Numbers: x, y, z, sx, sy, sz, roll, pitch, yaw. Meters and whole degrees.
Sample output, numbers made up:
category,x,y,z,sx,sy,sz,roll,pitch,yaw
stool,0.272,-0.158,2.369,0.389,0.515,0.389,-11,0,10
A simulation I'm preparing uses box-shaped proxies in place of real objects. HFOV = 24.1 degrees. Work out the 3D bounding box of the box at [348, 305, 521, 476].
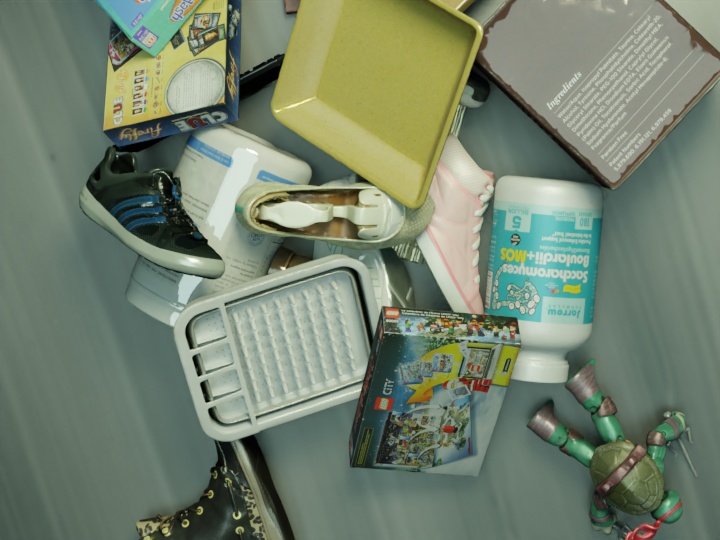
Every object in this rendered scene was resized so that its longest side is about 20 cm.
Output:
category,x,y,z,sx,sy,sz,roll,pitch,yaw
box,0.071,0.123,1.672,0.136,0.038,0.201,6,133,-8

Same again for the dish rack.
category,x,y,z,sx,sy,sz,roll,pitch,yaw
dish rack,-0.078,0.070,1.658,0.199,0.044,0.173,-17,124,-7

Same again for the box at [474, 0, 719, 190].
category,x,y,z,sx,sy,sz,roll,pitch,yaw
box,0.227,-0.204,1.641,0.200,0.166,0.164,43,97,1

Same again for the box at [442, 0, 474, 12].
category,x,y,z,sx,sy,sz,roll,pitch,yaw
box,0.049,-0.311,1.675,0.200,0.021,0.163,-44,71,-7

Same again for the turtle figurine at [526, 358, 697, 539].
category,x,y,z,sx,sy,sz,roll,pitch,yaw
turtle figurine,0.269,0.195,1.703,0.150,0.101,0.200,-45,83,7

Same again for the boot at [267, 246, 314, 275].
category,x,y,z,sx,sy,sz,roll,pitch,yaw
boot,-0.074,0.080,1.719,0.075,0.074,0.201,19,113,5

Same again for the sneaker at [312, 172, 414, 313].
category,x,y,z,sx,sy,sz,roll,pitch,yaw
sneaker,0.000,0.000,1.726,0.080,0.070,0.202,-13,101,23

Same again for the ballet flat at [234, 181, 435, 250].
category,x,y,z,sx,sy,sz,roll,pitch,yaw
ballet flat,-0.021,-0.051,1.624,0.198,0.062,0.068,-1,98,-9

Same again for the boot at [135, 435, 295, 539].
category,x,y,z,sx,sy,sz,roll,pitch,yaw
boot,-0.164,0.245,1.759,0.150,0.073,0.201,-22,97,6

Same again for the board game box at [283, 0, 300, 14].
category,x,y,z,sx,sy,sz,roll,pitch,yaw
board game box,0.014,-0.328,1.727,0.198,0.019,0.104,-8,94,6

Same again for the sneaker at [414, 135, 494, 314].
category,x,y,z,sx,sy,sz,roll,pitch,yaw
sneaker,0.105,-0.043,1.705,0.104,0.075,0.201,-26,97,-1

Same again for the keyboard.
category,x,y,z,sx,sy,sz,roll,pitch,yaw
keyboard,-0.160,-0.179,1.713,0.199,0.104,0.040,-26,88,8

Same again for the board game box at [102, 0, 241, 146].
category,x,y,z,sx,sy,sz,roll,pitch,yaw
board game box,-0.186,-0.229,1.682,0.135,0.035,0.201,-10,61,19

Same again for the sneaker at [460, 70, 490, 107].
category,x,y,z,sx,sy,sz,roll,pitch,yaw
sneaker,0.028,-0.169,1.705,0.199,0.076,0.116,18,105,15

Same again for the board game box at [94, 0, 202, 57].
category,x,y,z,sx,sy,sz,roll,pitch,yaw
board game box,-0.219,-0.330,1.687,0.152,0.045,0.200,-48,55,7

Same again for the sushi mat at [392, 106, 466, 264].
category,x,y,z,sx,sy,sz,roll,pitch,yaw
sushi mat,0.045,-0.114,1.742,0.095,0.012,0.201,16,95,3

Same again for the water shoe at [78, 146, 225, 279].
category,x,y,z,sx,sy,sz,roll,pitch,yaw
water shoe,-0.198,-0.059,1.622,0.199,0.071,0.079,30,100,35

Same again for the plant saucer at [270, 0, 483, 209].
category,x,y,z,sx,sy,sz,roll,pitch,yaw
plant saucer,0.022,-0.192,1.607,0.200,0.048,0.201,35,123,24

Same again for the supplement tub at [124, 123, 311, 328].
category,x,y,z,sx,sy,sz,roll,pitch,yaw
supplement tub,-0.144,-0.041,1.705,0.131,0.132,0.201,25,96,3

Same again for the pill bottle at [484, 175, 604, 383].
category,x,y,z,sx,sy,sz,roll,pitch,yaw
pill bottle,0.182,0.009,1.688,0.110,0.111,0.202,4,94,5
